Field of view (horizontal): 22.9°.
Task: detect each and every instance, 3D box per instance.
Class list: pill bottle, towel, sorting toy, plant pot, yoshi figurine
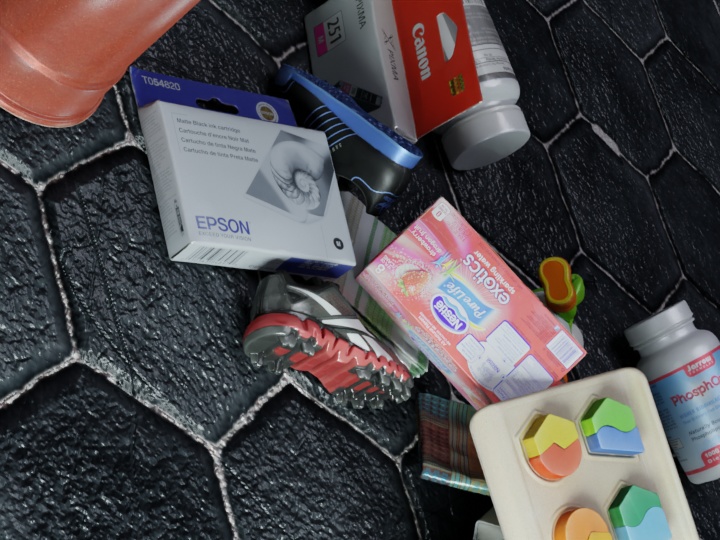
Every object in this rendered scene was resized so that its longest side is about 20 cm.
[{"bbox_3d":[0.110,-0.222,1.979,0.114,0.114,0.200,0,65,-54],"label":"pill bottle"},{"bbox_3d":[0.150,0.177,1.675,0.199,0.022,0.147,15,24,-7],"label":"towel"},{"bbox_3d":[0.207,0.191,1.589,0.200,0.036,0.186,-12,81,-33],"label":"sorting toy"},{"bbox_3d":[-0.222,-0.251,1.459,0.201,0.195,0.201,34,41,-36],"label":"plant pot"},{"bbox_3d":[0.189,0.045,1.878,0.200,0.112,0.112,60,50,-64],"label":"yoshi figurine"},{"bbox_3d":[0.393,0.142,2.091,0.109,0.109,0.200,-22,83,-58],"label":"pill bottle"},{"bbox_3d":[0.000,0.000,1.736,0.200,0.031,0.149,43,34,-21],"label":"towel"}]

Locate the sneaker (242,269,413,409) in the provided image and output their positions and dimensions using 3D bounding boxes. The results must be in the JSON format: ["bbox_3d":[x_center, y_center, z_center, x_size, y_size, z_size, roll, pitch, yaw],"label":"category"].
[{"bbox_3d":[-0.025,0.060,1.605,0.200,0.071,0.098,27,47,-39],"label":"sneaker"}]

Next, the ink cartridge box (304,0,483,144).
[{"bbox_3d":[0.030,-0.216,1.804,0.044,0.173,0.200,24,47,-44],"label":"ink cartridge box"}]

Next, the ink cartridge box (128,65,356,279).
[{"bbox_3d":[-0.106,-0.095,1.619,0.199,0.041,0.201,6,59,-43],"label":"ink cartridge box"}]

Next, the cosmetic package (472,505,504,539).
[{"bbox_3d":[0.183,0.258,1.689,0.200,0.087,0.104,-29,129,-57],"label":"cosmetic package"}]

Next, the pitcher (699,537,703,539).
[{"bbox_3d":[0.269,0.359,1.690,0.171,0.121,0.201,-24,127,-50],"label":"pitcher"}]

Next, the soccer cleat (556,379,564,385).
[{"bbox_3d":[0.233,0.201,1.866,0.200,0.069,0.085,50,42,-11],"label":"soccer cleat"}]

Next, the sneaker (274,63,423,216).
[{"bbox_3d":[-0.027,-0.130,1.734,0.200,0.078,0.070,40,15,36],"label":"sneaker"}]

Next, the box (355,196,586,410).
[{"bbox_3d":[0.100,0.043,1.657,0.200,0.103,0.095,46,-11,0],"label":"box"}]
